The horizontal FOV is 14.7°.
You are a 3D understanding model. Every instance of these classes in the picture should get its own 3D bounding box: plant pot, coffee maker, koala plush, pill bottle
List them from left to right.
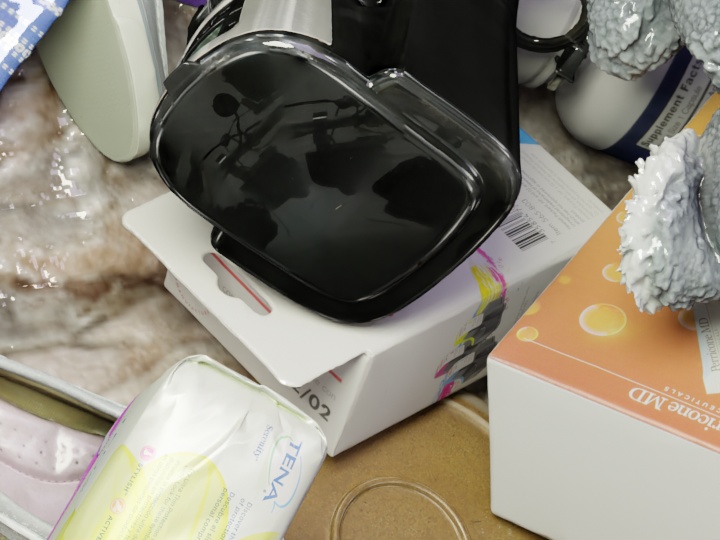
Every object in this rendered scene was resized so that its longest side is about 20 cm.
[{"bbox_3d":[0.014,0.120,1.169,0.200,0.027,0.200,12,57,-19],"label":"plant pot"},{"bbox_3d":[0.017,-0.088,1.133,0.192,0.135,0.200,14,42,-8],"label":"coffee maker"},{"bbox_3d":[0.158,-0.101,1.311,0.200,0.120,0.120,22,54,-12],"label":"pill bottle"},{"bbox_3d":[0.177,-0.063,1.101,0.177,0.184,0.200,14,67,-4],"label":"koala plush"}]

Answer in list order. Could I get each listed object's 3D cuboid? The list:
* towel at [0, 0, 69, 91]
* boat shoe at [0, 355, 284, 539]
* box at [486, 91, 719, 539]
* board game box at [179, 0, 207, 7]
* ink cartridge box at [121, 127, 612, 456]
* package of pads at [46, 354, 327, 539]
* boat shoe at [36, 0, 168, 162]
[{"bbox_3d":[-0.215,-0.103,1.135,0.145,0.024,0.200,37,85,-2],"label":"towel"},{"bbox_3d":[-0.122,0.075,1.096,0.202,0.065,0.075,27,60,-2],"label":"boat shoe"},{"bbox_3d":[0.157,0.031,1.182,0.124,0.098,0.200,22,49,26],"label":"box"},{"bbox_3d":[-0.038,-0.179,1.310,0.200,0.045,0.135,17,56,-16],"label":"board game box"},{"bbox_3d":[0.000,0.000,1.186,0.200,0.068,0.115,-25,58,-38],"label":"ink cartridge box"},{"bbox_3d":[-0.092,0.130,0.990,0.068,0.155,0.200,30,78,-5],"label":"package of pads"},{"bbox_3d":[-0.106,-0.150,1.201,0.071,0.070,0.201,-23,107,-35],"label":"boat shoe"}]
